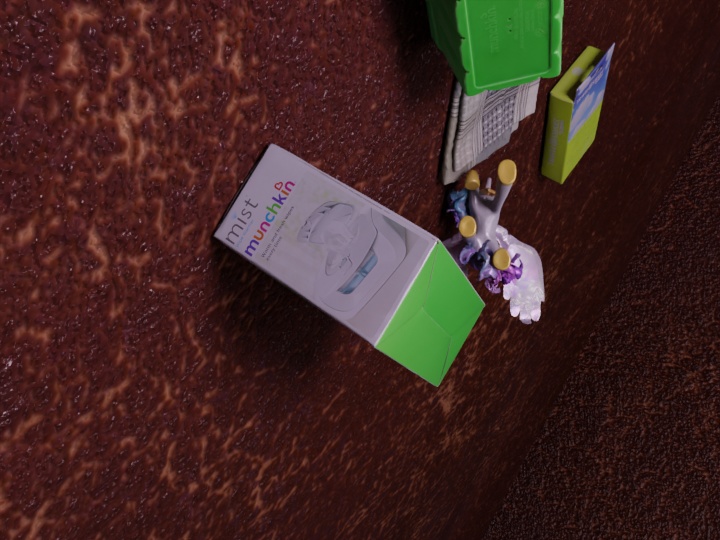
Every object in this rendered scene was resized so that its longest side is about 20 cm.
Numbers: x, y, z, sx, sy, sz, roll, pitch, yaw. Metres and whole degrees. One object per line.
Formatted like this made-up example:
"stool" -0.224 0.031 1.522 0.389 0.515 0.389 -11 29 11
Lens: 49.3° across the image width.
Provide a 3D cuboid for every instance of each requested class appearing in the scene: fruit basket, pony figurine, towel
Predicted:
"fruit basket" 0.124 -0.294 0.699 0.216 0.152 0.221 -11 90 -82
"pony figurine" 0.159 -0.034 0.995 0.200 0.162 0.198 28 66 -82
"towel" 0.168 -0.219 0.944 0.192 0.034 0.203 -40 149 -38

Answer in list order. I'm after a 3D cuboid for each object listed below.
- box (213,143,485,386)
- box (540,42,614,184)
"box" 0.000 0.000 0.684 0.098 0.175 0.200 -57 156 -4
"box" 0.334 -0.247 1.220 0.122 0.047 0.202 -50 153 -24
